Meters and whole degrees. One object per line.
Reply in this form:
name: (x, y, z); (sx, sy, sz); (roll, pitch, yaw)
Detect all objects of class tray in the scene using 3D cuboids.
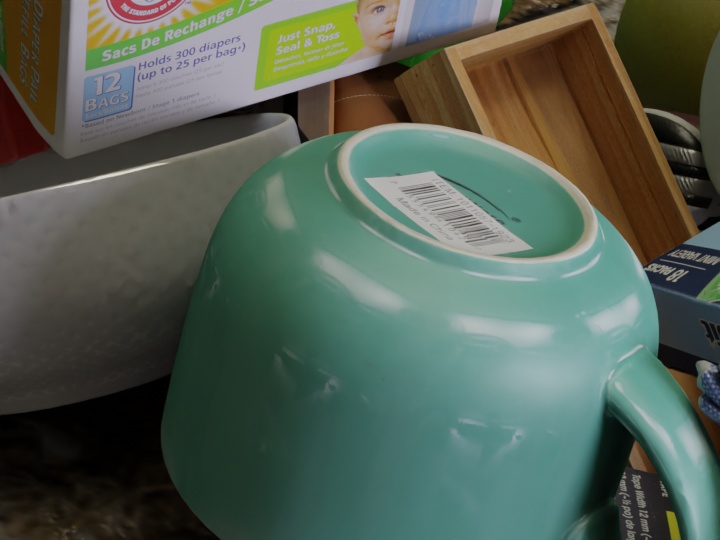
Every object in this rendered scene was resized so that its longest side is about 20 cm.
tray: (0.095, -0.002, 0.902); (0.098, 0.037, 0.201); (-22, 86, -44)

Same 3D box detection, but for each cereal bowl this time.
cereal bowl: (-0.113, 0.002, 0.834); (0.199, 0.084, 0.200); (-12, 7, 2)

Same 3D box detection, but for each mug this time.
mug: (0.035, 0.026, 0.733); (0.184, 0.115, 0.152); (14, 28, -4)

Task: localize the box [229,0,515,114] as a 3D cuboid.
box: (-0.034, -0.148, 1.069); (0.176, 0.097, 0.200); (13, 30, 17)

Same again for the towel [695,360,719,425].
towel: (0.171, 0.122, 0.711); (0.200, 0.024, 0.147); (61, 8, 20)

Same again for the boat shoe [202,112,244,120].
boat shoe: (0.000, 0.000, 0.951); (0.200, 0.066, 0.074); (27, 66, 7)

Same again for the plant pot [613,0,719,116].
plant pot: (0.250, -0.106, 1.138); (0.199, 0.201, 0.142); (-8, 41, -37)

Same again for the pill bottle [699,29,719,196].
pill bottle: (0.258, -0.066, 0.982); (0.199, 0.114, 0.113); (3, 30, -21)

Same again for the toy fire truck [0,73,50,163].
toy fire truck: (-0.158, -0.074, 0.947); (0.199, 0.049, 0.141); (-8, 10, 23)

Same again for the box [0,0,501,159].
box: (-0.046, -0.138, 0.861); (0.199, 0.113, 0.101); (-19, 53, -25)

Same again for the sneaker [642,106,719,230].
sneaker: (0.126, -0.055, 1.100); (0.115, 0.076, 0.200); (4, 16, -40)

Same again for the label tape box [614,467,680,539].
label tape box: (0.062, 0.123, 0.764); (0.199, 0.066, 0.143); (14, 28, -7)

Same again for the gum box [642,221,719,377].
gum box: (0.220, -0.016, 0.819); (0.200, 0.045, 0.170); (-30, 16, -13)

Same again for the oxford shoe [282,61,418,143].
oxford shoe: (0.006, -0.002, 0.878); (0.071, 0.071, 0.201); (5, 64, -9)
